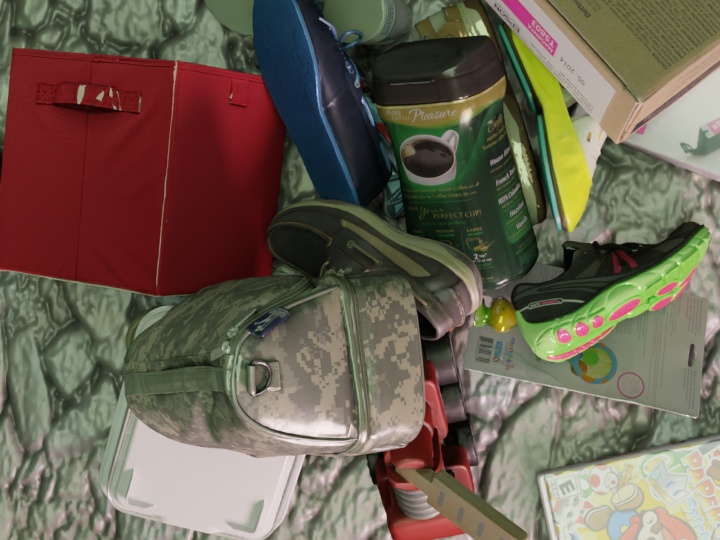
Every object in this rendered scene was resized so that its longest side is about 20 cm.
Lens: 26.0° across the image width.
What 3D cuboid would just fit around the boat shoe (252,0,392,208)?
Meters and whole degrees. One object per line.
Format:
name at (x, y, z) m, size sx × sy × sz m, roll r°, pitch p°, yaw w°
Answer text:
boat shoe at (-0.031, -0.148, 1.270) m, size 0.084 × 0.068 × 0.202 m, roll 12°, pitch 127°, yaw 44°

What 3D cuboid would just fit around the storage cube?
storage cube at (-0.175, -0.080, 1.283) m, size 0.169 × 0.200 × 0.182 m, roll 8°, pitch 94°, yaw 26°

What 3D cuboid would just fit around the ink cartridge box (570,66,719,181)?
ink cartridge box at (0.300, -0.172, 1.324) m, size 0.198 × 0.044 × 0.175 m, roll 21°, pitch 93°, yaw 6°

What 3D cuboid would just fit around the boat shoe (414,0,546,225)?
boat shoe at (0.099, -0.127, 1.332) m, size 0.075 × 0.072 × 0.202 m, roll -19°, pitch 82°, yaw 4°

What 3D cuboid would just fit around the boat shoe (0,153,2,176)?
boat shoe at (-0.373, -0.127, 1.379) m, size 0.067 × 0.072 × 0.202 m, roll -25°, pitch 87°, yaw 4°

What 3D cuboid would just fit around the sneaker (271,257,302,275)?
sneaker at (-0.014, 0.021, 1.336) m, size 0.198 × 0.082 × 0.079 m, roll 0°, pitch 90°, yaw 7°

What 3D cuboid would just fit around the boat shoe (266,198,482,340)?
boat shoe at (0.000, 0.000, 1.251) m, size 0.198 × 0.073 × 0.075 m, roll 17°, pitch 137°, yaw 29°

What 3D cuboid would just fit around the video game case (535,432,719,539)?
video game case at (0.259, 0.254, 1.337) m, size 0.180 × 0.023 × 0.202 m, roll -13°, pitch 88°, yaw 6°

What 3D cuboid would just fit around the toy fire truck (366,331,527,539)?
toy fire truck at (0.062, 0.167, 1.247) m, size 0.127 × 0.177 × 0.201 m, roll -10°, pitch 46°, yaw 5°

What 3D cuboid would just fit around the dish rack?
dish rack at (-0.125, 0.140, 1.321) m, size 0.170 × 0.044 × 0.202 m, roll 14°, pitch 113°, yaw -10°

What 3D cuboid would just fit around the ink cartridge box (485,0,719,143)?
ink cartridge box at (0.210, -0.230, 1.274) m, size 0.164 × 0.075 × 0.200 m, roll -35°, pitch 75°, yaw -19°

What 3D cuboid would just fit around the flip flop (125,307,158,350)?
flip flop at (-0.116, 0.090, 1.358) m, size 0.198 × 0.058 × 0.082 m, roll 24°, pitch 92°, yaw 6°

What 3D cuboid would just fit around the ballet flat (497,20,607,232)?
ballet flat at (0.168, -0.132, 1.292) m, size 0.066 × 0.067 × 0.202 m, roll -16°, pitch 69°, yaw 6°

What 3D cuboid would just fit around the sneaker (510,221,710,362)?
sneaker at (0.210, -0.001, 1.291) m, size 0.199 × 0.077 × 0.084 m, roll -25°, pitch 63°, yaw -25°

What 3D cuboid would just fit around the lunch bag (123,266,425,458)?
lunch bag at (-0.068, 0.074, 1.160) m, size 0.166 × 0.199 × 0.141 m, roll -6°, pitch 89°, yaw -35°

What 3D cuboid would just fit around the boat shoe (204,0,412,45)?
boat shoe at (-0.045, -0.227, 1.343) m, size 0.199 × 0.071 × 0.071 m, roll 17°, pitch 98°, yaw 31°

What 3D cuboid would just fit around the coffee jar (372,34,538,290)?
coffee jar at (0.076, -0.089, 1.262) m, size 0.103 × 0.085 × 0.202 m, roll 1°, pitch 114°, yaw 33°

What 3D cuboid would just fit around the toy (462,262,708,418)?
toy at (0.189, 0.060, 1.323) m, size 0.198 × 0.047 × 0.116 m, roll 14°, pitch 60°, yaw -1°

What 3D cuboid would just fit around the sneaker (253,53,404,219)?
sneaker at (-0.021, -0.119, 1.339) m, size 0.199 × 0.079 × 0.096 m, roll 37°, pitch 95°, yaw 5°
